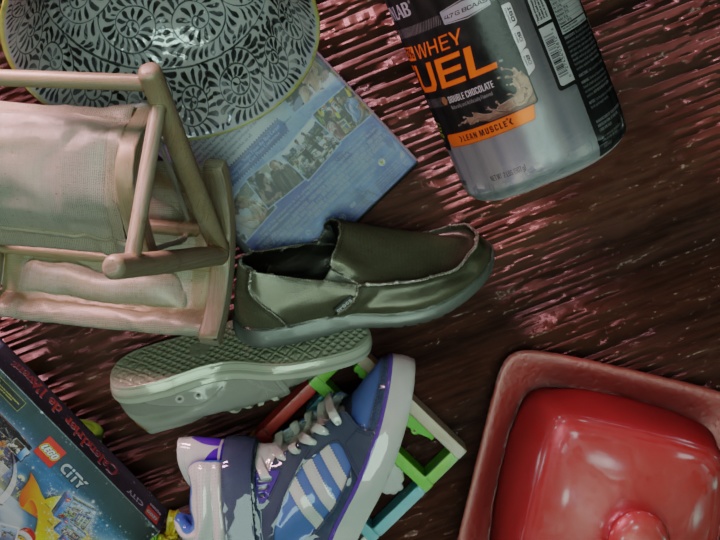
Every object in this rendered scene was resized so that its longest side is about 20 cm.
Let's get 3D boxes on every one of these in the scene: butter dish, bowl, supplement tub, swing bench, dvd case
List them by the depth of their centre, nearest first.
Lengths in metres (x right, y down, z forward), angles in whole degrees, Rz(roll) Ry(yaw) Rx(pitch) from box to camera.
[{"bbox_3d":[-0.128,-0.183,0.746,0.198,0.095,0.202,-6,148,-3],"label":"bowl"},{"bbox_3d":[-0.200,-0.040,0.760,0.196,0.200,0.131,5,75,11],"label":"swing bench"},{"bbox_3d":[0.091,-0.160,0.773,0.121,0.123,0.202,-23,102,5],"label":"supplement tub"},{"bbox_3d":[0.184,0.178,0.831,0.197,0.148,0.202,13,95,-2],"label":"butter dish"},{"bbox_3d":[-0.075,-0.102,0.840,0.143,0.018,0.200,-42,101,10],"label":"dvd case"}]

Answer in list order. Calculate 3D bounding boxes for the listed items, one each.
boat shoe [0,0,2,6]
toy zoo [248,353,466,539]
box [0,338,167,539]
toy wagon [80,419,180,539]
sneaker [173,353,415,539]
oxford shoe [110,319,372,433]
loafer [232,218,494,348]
[{"bbox_3d":[-0.236,-0.229,0.785,0.198,0.065,0.074,-25,102,5],"label":"boat shoe"},{"bbox_3d":[-0.031,0.165,0.902,0.131,0.020,0.200,44,99,-10],"label":"toy zoo"},{"bbox_3d":[-0.260,0.158,0.850,0.136,0.038,0.200,-40,101,8],"label":"box"},{"bbox_3d":[-0.240,0.192,0.898,0.197,0.040,0.157,12,103,-3],"label":"toy wagon"},{"bbox_3d":[-0.057,0.132,0.830,0.145,0.081,0.202,22,101,-5],"label":"sneaker"},{"bbox_3d":[-0.087,0.075,0.859,0.197,0.075,0.058,-14,122,2],"label":"oxford shoe"},{"bbox_3d":[0.000,0.000,0.824,0.198,0.075,0.070,-15,120,-4],"label":"loafer"}]
